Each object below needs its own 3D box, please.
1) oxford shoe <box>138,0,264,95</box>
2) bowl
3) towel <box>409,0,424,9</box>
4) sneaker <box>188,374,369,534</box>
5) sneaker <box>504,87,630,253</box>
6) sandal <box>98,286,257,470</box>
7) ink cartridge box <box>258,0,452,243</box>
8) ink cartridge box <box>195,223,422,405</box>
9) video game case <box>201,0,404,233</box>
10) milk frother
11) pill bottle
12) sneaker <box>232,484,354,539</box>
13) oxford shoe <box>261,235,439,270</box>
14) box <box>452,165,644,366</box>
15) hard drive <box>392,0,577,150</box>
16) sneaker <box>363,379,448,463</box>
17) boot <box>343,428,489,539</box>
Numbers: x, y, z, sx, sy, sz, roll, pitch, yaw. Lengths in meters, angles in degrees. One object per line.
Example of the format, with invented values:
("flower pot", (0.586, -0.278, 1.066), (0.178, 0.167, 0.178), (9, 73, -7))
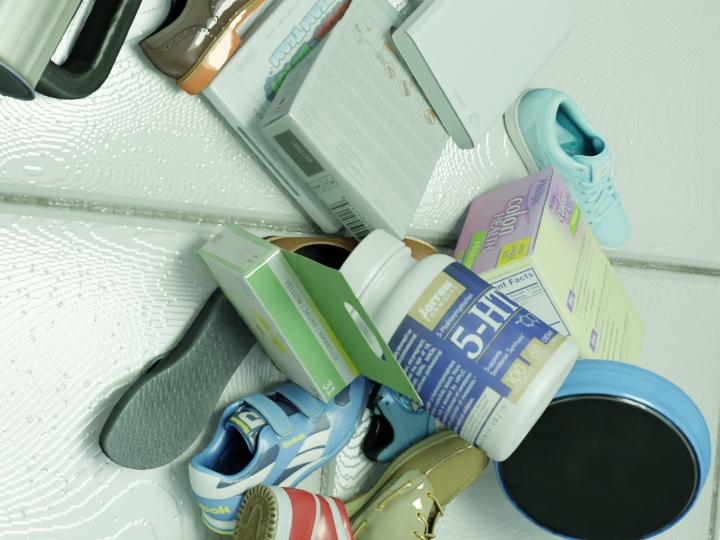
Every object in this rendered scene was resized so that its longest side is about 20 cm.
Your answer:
("oxford shoe", (-0.116, -0.252, 1.290), (0.072, 0.071, 0.200), (36, 75, -22))
("bowl", (0.215, 0.170, 1.354), (0.201, 0.200, 0.039), (50, 31, -22))
("towel", (0.101, -0.333, 1.439), (0.147, 0.024, 0.200), (47, 70, -24))
("sneaker", (-0.071, 0.140, 1.319), (0.200, 0.074, 0.082), (-45, 134, -20))
("sneaker", (0.219, -0.095, 1.486), (0.074, 0.082, 0.200), (-47, 114, -19))
("sandal", (-0.154, 0.095, 1.306), (0.200, 0.043, 0.076), (-50, 122, -29))
("ink cartridge box", (0.007, -0.141, 1.354), (0.163, 0.057, 0.200), (47, 43, -25))
("ink cartridge box", (-0.045, 0.045, 1.237), (0.048, 0.200, 0.146), (-39, 118, -14))
("video game case", (-0.025, -0.167, 1.365), (0.182, 0.024, 0.200), (49, 64, -23))
("milk frother", (-0.220, -0.225, 1.155), (0.180, 0.200, 0.189), (32, 77, -32))
("pill bottle", (0.072, 0.057, 1.266), (0.200, 0.120, 0.120), (35, 71, 12))
("sneaker", (-0.067, 0.285, 1.303), (0.112, 0.071, 0.201), (10, 100, -42))
("oxford shoe", (0.000, 0.000, 1.370), (0.199, 0.071, 0.072), (-2, 91, -32))
("box", (0.177, 0.037, 1.411), (0.200, 0.096, 0.176), (58, 28, -21))
("hard drive", (0.122, -0.228, 1.416), (0.200, 0.026, 0.132), (-50, 119, -31))
("sneaker", (0.037, 0.096, 1.376), (0.090, 0.078, 0.201), (-8, 113, -20))
("boot", (0.057, 0.242, 1.337), (0.200, 0.156, 0.073), (-35, 129, -4))
